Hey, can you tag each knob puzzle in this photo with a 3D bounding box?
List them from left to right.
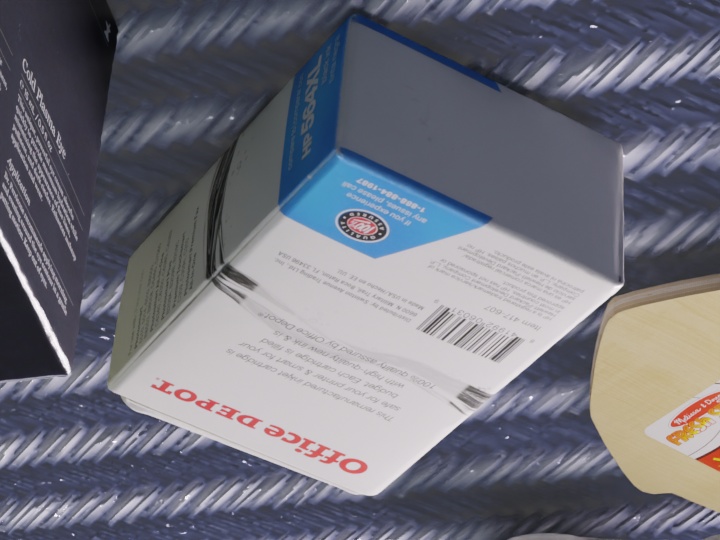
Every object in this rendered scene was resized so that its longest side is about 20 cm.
[{"bbox_3d":[0.195,0.049,1.292,0.219,0.031,0.220,2,142,2],"label":"knob puzzle"}]

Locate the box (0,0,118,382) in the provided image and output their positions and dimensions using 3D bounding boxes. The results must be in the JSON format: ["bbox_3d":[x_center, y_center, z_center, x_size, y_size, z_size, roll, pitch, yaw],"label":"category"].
[{"bbox_3d":[-0.174,-0.085,1.032,0.104,0.183,0.200,-5,140,12],"label":"box"}]

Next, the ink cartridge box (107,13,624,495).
[{"bbox_3d":[0.000,0.000,1.202,0.146,0.085,0.200,24,138,-23],"label":"ink cartridge box"}]

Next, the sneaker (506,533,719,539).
[{"bbox_3d":[0.159,0.167,1.413,0.199,0.075,0.100,9,176,7],"label":"sneaker"}]
